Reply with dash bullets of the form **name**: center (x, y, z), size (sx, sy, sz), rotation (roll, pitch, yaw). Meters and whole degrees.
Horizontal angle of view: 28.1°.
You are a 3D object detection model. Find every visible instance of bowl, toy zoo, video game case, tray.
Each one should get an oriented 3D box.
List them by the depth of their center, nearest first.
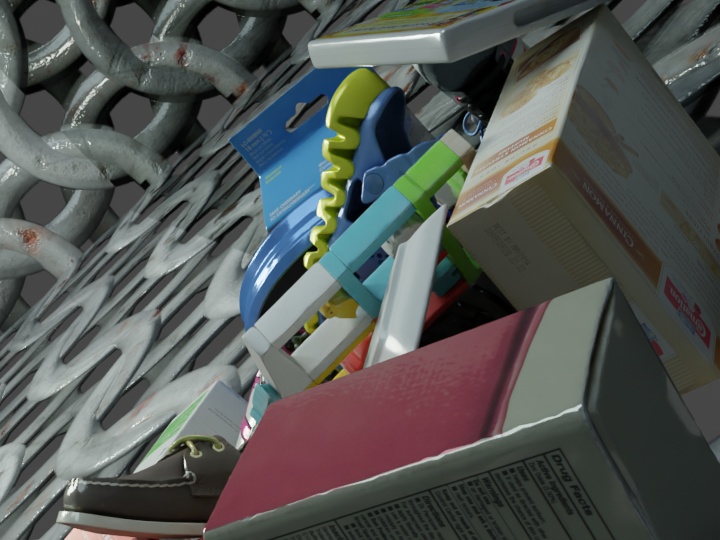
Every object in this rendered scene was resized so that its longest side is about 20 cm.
- **tray**: center (0.012, 0.062, 0.804), size (0.200, 0.022, 0.108), rotation (105, 179, -50)
- **toy zoo**: center (0.007, 0.018, 0.862), size (0.200, 0.020, 0.131), rotation (-45, -29, -1)
- **video game case**: center (0.084, -0.168, 0.925), size (0.181, 0.023, 0.200), rotation (-23, 16, -21)
- **bowl**: center (0.000, 0.000, 1.061), size (0.200, 0.200, 0.039), rotation (-41, 59, 9)

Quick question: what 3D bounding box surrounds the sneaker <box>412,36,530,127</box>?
- **sneaker**: center (0.119, -0.119, 1.086), size (0.084, 0.200, 0.121), rotation (-45, 59, 19)

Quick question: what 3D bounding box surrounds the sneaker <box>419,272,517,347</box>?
- **sneaker**: center (0.072, 0.050, 0.933), size (0.099, 0.071, 0.200), rotation (-49, 11, -1)

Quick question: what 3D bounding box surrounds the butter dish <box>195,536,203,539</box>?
- **butter dish**: center (-0.094, 0.215, 0.766), size (0.200, 0.148, 0.200), rotation (-38, 20, 22)

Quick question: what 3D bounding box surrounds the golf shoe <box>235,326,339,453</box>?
- **golf shoe**: center (-0.050, 0.110, 0.990), size (0.201, 0.072, 0.092), rotation (-63, -2, -31)

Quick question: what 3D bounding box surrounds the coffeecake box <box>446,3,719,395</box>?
- **coffeecake box**: center (0.142, -0.038, 0.827), size (0.073, 0.154, 0.200), rotation (-30, 20, 33)

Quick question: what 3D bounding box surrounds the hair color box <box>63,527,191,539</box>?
- **hair color box**: center (-0.175, 0.249, 0.904), size (0.200, 0.111, 0.064), rotation (-50, 36, -2)

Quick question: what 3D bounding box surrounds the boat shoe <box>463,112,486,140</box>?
- **boat shoe**: center (0.125, -0.138, 1.296), size (0.084, 0.069, 0.200), rotation (-43, 16, 2)

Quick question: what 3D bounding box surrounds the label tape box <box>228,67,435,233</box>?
- **label tape box**: center (0.000, -0.059, 1.157), size (0.144, 0.200, 0.063), rotation (-36, 16, 26)

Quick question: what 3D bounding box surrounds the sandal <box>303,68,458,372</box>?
- **sandal**: center (0.016, -0.023, 0.921), size (0.079, 0.087, 0.201), rotation (-32, -47, -61)

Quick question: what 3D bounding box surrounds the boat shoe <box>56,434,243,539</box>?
- **boat shoe**: center (-0.084, 0.127, 0.849), size (0.072, 0.199, 0.060), rotation (-4, 82, 56)

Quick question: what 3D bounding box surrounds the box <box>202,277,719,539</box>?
- **box**: center (0.051, 0.109, 0.663), size (0.199, 0.128, 0.109), rotation (-22, 22, 27)

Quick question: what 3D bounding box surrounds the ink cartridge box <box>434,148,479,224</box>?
- **ink cartridge box**: center (0.122, -0.056, 0.971), size (0.199, 0.100, 0.039), rotation (-32, 46, 9)

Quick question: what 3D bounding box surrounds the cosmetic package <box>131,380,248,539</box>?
- **cosmetic package**: center (-0.144, 0.192, 1.064), size (0.200, 0.085, 0.108), rotation (-54, 8, -37)
